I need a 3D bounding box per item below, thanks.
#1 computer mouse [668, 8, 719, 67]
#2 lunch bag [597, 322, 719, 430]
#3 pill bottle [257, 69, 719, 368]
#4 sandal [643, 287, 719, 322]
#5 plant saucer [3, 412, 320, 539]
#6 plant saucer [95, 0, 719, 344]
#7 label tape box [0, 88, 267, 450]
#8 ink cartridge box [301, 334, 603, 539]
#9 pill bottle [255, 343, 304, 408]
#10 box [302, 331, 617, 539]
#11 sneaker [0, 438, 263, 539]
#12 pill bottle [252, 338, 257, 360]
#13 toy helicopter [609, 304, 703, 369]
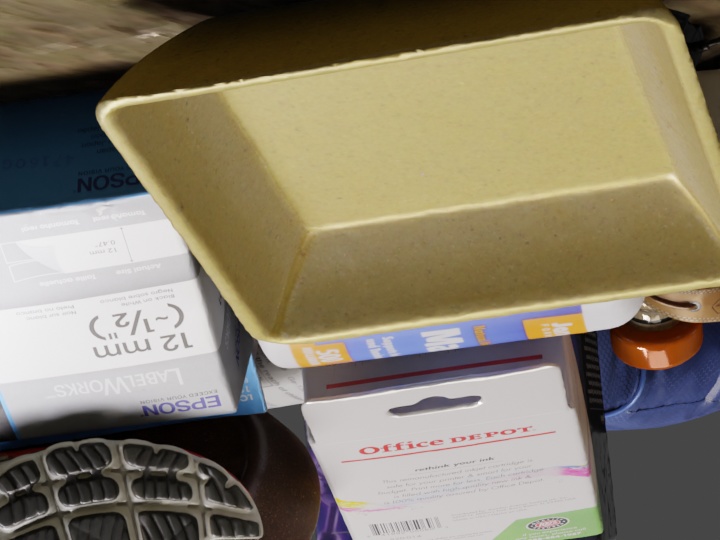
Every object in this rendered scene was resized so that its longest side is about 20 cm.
[{"bbox_3d":[0.126,-0.093,1.048,0.199,0.034,0.059,-14,150,23],"label":"computer mouse"},{"bbox_3d":[0.145,0.024,1.675,0.132,0.137,0.200,-2,174,-34],"label":"lunch bag"},{"bbox_3d":[0.054,-0.026,1.182,0.198,0.113,0.112,-7,175,8],"label":"pill bottle"},{"bbox_3d":[0.143,-0.007,1.327,0.055,0.082,0.200,-40,138,9],"label":"sandal"},{"bbox_3d":[-0.117,0.105,1.298,0.199,0.035,0.201,-11,-147,7],"label":"plant saucer"},{"bbox_3d":[0.030,-0.046,1.044,0.198,0.049,0.200,-9,152,13],"label":"plant saucer"},{"bbox_3d":[-0.123,0.022,1.182,0.142,0.066,0.201,-8,135,6],"label":"label tape box"},{"bbox_3d":[0.039,0.060,1.285,0.116,0.068,0.200,-8,155,5],"label":"ink cartridge box"},{"bbox_3d":[0.000,0.000,1.371,0.199,0.115,0.114,-10,174,31],"label":"pill bottle"},{"bbox_3d":[0.047,0.051,1.494,0.147,0.202,0.104,-8,175,9],"label":"box"},{"bbox_3d":[-0.137,0.099,1.222,0.198,0.078,0.085,-2,-168,6],"label":"sneaker"},{"bbox_3d":[-0.151,0.015,1.307,0.198,0.121,0.120,-7,174,10],"label":"pill bottle"},{"bbox_3d":[0.210,-0.026,1.473,0.198,0.079,0.133,-6,-146,7],"label":"toy helicopter"}]
